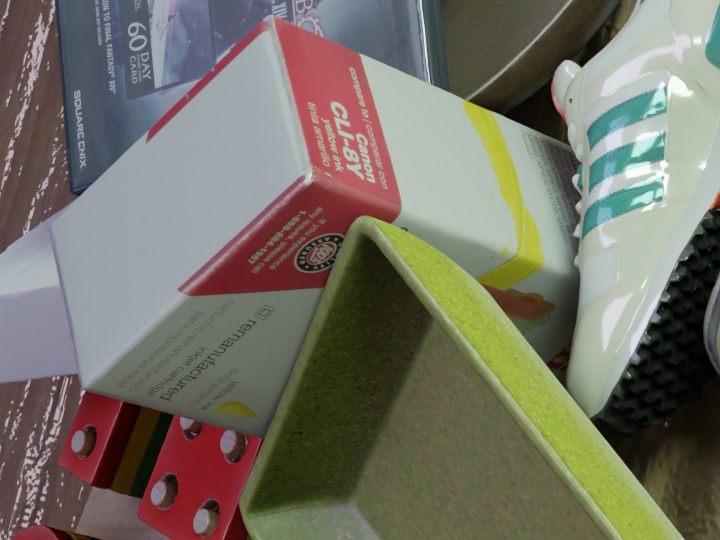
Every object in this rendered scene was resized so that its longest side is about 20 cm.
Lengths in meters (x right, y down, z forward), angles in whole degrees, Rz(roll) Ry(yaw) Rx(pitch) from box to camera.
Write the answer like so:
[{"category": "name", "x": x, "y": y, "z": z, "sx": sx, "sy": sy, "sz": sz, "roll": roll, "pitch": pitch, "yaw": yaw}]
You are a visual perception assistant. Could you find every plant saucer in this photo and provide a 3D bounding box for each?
[{"category": "plant saucer", "x": 0.067, "y": -0.130, "z": 1.059, "sx": 0.200, "sy": 0.032, "sz": 0.201, "roll": -42, "pitch": 25, "yaw": 25}, {"category": "plant saucer", "x": 0.046, "y": 0.104, "z": 0.925, "sx": 0.200, "sy": 0.048, "sz": 0.200, "roll": 52, "pitch": 144, "yaw": 24}]

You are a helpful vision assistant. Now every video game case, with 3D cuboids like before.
[{"category": "video game case", "x": -0.053, "y": -0.122, "z": 1.057, "sx": 0.199, "sy": 0.019, "sz": 0.144, "roll": -13, "pitch": 77, "yaw": 36}]

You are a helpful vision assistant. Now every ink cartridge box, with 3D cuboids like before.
[{"category": "ink cartridge box", "x": 0.000, "y": 0.000, "z": 0.987, "sx": 0.145, "sy": 0.199, "sz": 0.084, "roll": -41, "pitch": 49, "yaw": 31}]

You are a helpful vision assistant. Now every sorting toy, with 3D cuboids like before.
[{"category": "sorting toy", "x": -0.092, "y": 0.133, "z": 1.143, "sx": 0.199, "sy": 0.069, "sz": 0.200, "roll": 23, "pitch": 92, "yaw": 52}]

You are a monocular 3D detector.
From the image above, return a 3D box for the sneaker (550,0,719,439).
[{"category": "sneaker", "x": 0.111, "y": -0.035, "z": 0.955, "sx": 0.093, "sy": 0.070, "sz": 0.201, "roll": 19, "pitch": 84, "yaw": 35}]

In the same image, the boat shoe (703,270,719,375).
[{"category": "boat shoe", "x": 0.195, "y": -0.035, "z": 0.874, "sx": 0.072, "sy": 0.075, "sz": 0.201, "roll": 38, "pitch": 113, "yaw": 47}]

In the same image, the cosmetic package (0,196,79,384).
[{"category": "cosmetic package", "x": -0.089, "y": -0.011, "z": 1.152, "sx": 0.199, "sy": 0.052, "sz": 0.151, "roll": -9, "pitch": 26, "yaw": 49}]
